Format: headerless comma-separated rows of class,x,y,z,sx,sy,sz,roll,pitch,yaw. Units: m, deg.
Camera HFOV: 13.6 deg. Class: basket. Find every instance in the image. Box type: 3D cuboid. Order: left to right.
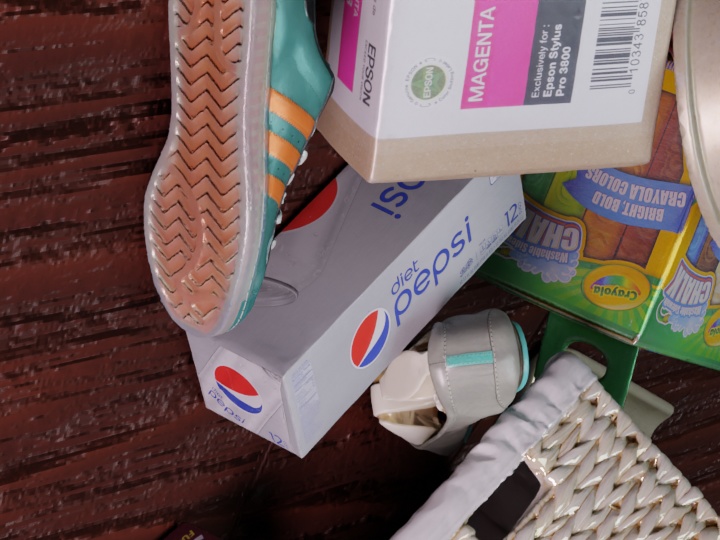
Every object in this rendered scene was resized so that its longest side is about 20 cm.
basket,0.082,0.188,1.645,0.198,0.161,0.200,-45,173,-31

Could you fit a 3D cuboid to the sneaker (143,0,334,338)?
sneaker,-0.049,-0.066,1.438,0.080,0.071,0.201,-16,122,-46

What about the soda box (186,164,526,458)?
soda box,0.000,0.000,1.557,0.200,0.068,0.064,-46,145,-29

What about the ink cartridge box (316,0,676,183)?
ink cartridge box,0.073,-0.150,1.499,0.164,0.075,0.201,-6,119,-22

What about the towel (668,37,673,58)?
towel,0.232,-0.168,1.837,0.144,0.023,0.200,-58,147,-15

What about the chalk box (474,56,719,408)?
chalk box,0.153,-0.021,1.718,0.124,0.124,0.201,18,94,-59

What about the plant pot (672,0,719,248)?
plant pot,0.280,-0.108,1.563,0.200,0.183,0.202,7,82,-64

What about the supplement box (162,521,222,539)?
supplement box,-0.095,0.243,1.582,0.109,0.061,0.201,-40,141,-36

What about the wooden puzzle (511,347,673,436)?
wooden puzzle,0.121,0.157,1.870,0.185,0.037,0.201,28,87,-59

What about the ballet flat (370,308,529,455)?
ballet flat,0.036,0.060,1.620,0.063,0.200,0.068,-8,79,-14
